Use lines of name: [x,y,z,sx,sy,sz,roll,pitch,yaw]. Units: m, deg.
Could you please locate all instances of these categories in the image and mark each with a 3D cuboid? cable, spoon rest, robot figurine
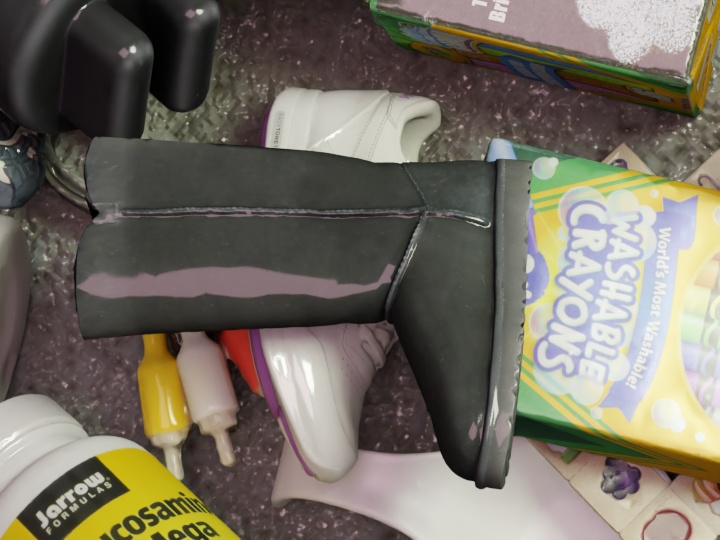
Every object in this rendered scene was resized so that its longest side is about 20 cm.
cable: [-0.088,-0.003,1.426,0.097,0.050,0.200,-26,84,2]
spoon rest: [0.054,0.114,1.393,0.200,0.061,0.100,12,84,9]
robot figurine: [-0.154,-0.146,1.373,0.200,0.150,0.125,42,106,23]

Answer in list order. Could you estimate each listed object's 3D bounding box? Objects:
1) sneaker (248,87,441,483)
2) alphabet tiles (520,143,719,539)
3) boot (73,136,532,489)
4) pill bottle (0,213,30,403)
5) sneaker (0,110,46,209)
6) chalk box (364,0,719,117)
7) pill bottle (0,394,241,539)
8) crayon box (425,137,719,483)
sneaker: [0.000,0.000,1.379,0.099,0.075,0.200,-4,66,11]
alphabet tiles: [0.158,0.020,1.394,0.200,0.008,0.167,-42,81,-10]
boot: [-0.028,0.017,1.299,0.200,0.066,0.165,4,54,1]
pill bottle: [-0.269,0.011,1.418,0.200,0.114,0.114,12,87,8]
sneaker: [-0.236,-0.086,1.426,0.200,0.078,0.086,41,104,15]
chalk box: [0.075,-0.159,1.383,0.200,0.124,0.125,15,88,9]
pill bottle: [-0.110,0.150,1.368,0.200,0.112,0.112,41,91,27]
crayon box: [0.141,0.025,1.363,0.200,0.052,0.126,13,77,1]
